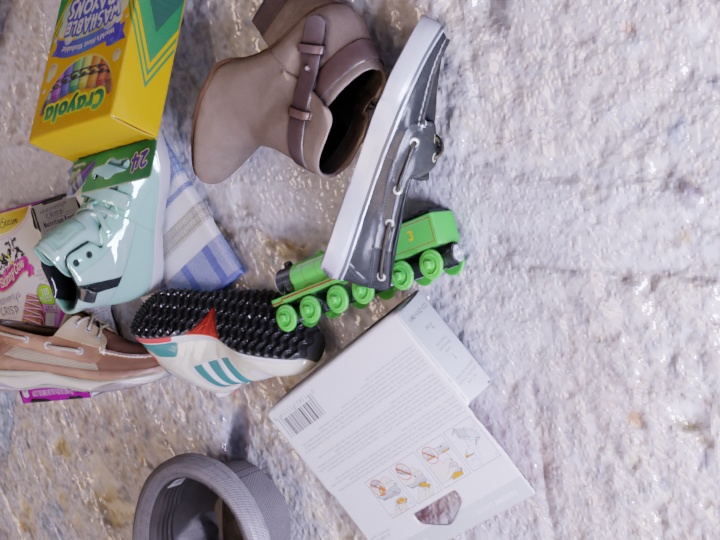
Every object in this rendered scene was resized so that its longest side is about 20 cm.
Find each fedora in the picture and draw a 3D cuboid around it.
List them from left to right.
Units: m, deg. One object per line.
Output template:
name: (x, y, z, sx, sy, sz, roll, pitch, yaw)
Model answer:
fedora: (-0.129, 0.259, 1.185, 0.175, 0.090, 0.203, 23, 114, 33)

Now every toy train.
toy train: (0.000, 0.000, 0.993, 0.198, 0.041, 0.057, -20, 83, 40)

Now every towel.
towel: (-0.195, -0.049, 1.172, 0.147, 0.024, 0.202, -39, 81, 41)

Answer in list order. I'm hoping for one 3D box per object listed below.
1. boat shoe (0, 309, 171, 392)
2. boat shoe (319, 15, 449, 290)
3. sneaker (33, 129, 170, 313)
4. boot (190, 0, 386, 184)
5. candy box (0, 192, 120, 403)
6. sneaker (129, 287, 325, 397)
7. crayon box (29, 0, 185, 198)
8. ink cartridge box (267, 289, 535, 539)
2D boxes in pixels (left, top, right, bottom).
boat shoe: (-0.269, 0.075, 1.198, 0.076, 0.196, 0.073, -130, 39, -83)
boat shoe: (0.029, -0.082, 0.914, 0.056, 0.069, 0.203, 21, 104, 1)
sneaker: (-0.232, -0.059, 1.104, 0.073, 0.118, 0.204, 14, 114, 35)
boot: (-0.057, -0.118, 0.966, 0.147, 0.069, 0.202, 50, 125, 39)
candy box: (-0.322, 0.031, 1.292, 0.135, 0.061, 0.203, -9, 99, 44)
sneaker: (-0.108, 0.071, 1.122, 0.197, 0.071, 0.094, 4, 141, 28)
crayon box: (-0.211, -0.171, 1.046, 0.124, 0.051, 0.204, -8, 68, 43)
ink cartridge box: (0.036, 0.135, 1.020, 0.174, 0.043, 0.200, 50, 134, 0)
